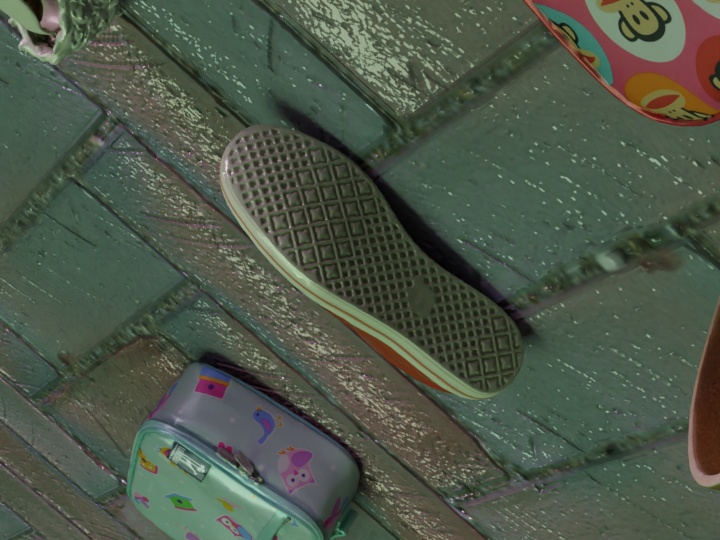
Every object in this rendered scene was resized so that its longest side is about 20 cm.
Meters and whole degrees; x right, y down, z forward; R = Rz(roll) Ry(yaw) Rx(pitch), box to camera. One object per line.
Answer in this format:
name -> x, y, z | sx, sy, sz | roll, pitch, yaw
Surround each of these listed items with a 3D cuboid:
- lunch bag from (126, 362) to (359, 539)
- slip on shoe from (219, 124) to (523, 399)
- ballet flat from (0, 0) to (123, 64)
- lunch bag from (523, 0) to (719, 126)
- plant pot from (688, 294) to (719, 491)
lunch bag -> -0.084, 0.156, 1.429 | 0.160, 0.077, 0.200 | 35, 155, 5
slip on shoe -> 0.000, 0.000, 1.073 | 0.200, 0.074, 0.061 | 40, 158, -16
ballet flat -> -0.175, -0.182, 0.998 | 0.072, 0.072, 0.200 | 19, 148, 34
lunch bag -> 0.110, -0.145, 0.668 | 0.176, 0.082, 0.200 | 44, 154, -13
plant pot -> 0.244, 0.024, 0.704 | 0.199, 0.187, 0.186 | 22, 154, -2
